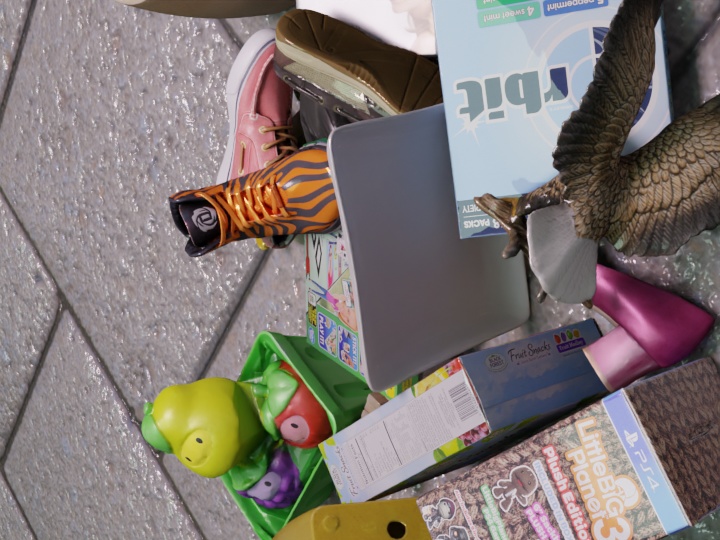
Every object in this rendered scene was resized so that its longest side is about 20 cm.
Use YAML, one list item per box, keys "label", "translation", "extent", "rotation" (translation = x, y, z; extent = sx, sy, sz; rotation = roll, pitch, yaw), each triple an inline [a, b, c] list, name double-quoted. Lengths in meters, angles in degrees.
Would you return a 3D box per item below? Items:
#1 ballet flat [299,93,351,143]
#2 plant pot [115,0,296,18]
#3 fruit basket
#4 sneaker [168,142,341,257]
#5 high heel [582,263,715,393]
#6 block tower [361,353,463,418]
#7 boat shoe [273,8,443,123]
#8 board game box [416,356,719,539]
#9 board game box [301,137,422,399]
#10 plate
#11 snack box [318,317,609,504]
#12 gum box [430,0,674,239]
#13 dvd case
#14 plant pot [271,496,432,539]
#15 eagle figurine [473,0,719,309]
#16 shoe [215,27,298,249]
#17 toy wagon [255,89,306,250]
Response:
- label: "ballet flat"
  translation: [0.003, -0.089, 1.074]
  extent: [0.202, 0.056, 0.067]
  rotation: [59, 152, 15]
- label: "plant pot"
  translation: [-0.154, -0.308, 1.077]
  extent: [0.185, 0.200, 0.190]
  rotation: [13, 117, 26]
- label: "fruit basket"
  translation: [-0.107, 0.165, 1.182]
  extent: [0.156, 0.214, 0.217]
  rotation: [49, 131, 27]
- label: "sneaker"
  translation: [-0.092, -0.050, 1.020]
  extent: [0.199, 0.111, 0.079]
  rotation: [-18, 92, 51]
- label: "high heel"
  translation: [0.191, -0.009, 0.933]
  extent: [0.096, 0.067, 0.202]
  rotation: [-35, 68, 17]
- label: "block tower"
  translation: [0.045, 0.116, 1.110]
  extent: [0.058, 0.053, 0.202]
  rotation: [43, 129, 33]
- label: "boat shoe"
  translation: [0.013, -0.157, 1.037]
  extent: [0.198, 0.073, 0.065]
  rotation: [32, 144, 6]
- label: "board game box"
  translation: [0.170, 0.160, 0.879]
  extent: [0.199, 0.158, 0.098]
  rotation: [-35, 74, 34]
- label: "board game box"
  translation: [0.000, 0.000, 1.047]
  extent: [0.134, 0.029, 0.203]
  rotation: [31, 130, 45]
- label: "plate"
  translation: [0.053, -0.029, 0.945]
  extent: [0.032, 0.198, 0.203]
  rotation: [3, 108, 46]
- label: "snack box"
  translation: [0.087, 0.119, 0.979]
  extent: [0.200, 0.167, 0.068]
  rotation: [-39, 69, 44]
- label: "gum box"
  translation: [0.146, -0.134, 0.890]
  extent: [0.167, 0.044, 0.204]
  rotation: [-5, 97, 20]
- label: "dvd case"
  translation: [0.005, -0.286, 1.041]
  extent: [0.140, 0.018, 0.204]
  rotation: [2, 103, 25]
- label: "plant pot"
  translation: [0.026, 0.284, 0.968]
  extent: [0.177, 0.196, 0.203]
  rotation: [101, 163, -56]
- label: "eagle figurine"
  translation: [0.176, -0.078, 0.802]
  extent: [0.199, 0.151, 0.152]
  rotation: [-40, 65, 24]
- label: "shoe"
  translation: [-0.080, -0.120, 1.123]
  extent: [0.091, 0.071, 0.202]
  rotation: [41, 132, 31]
- label: "toy wagon"
  translation: [-0.046, -0.087, 1.171]
  extent: [0.200, 0.039, 0.157]
  rotation: [-41, 69, 45]
